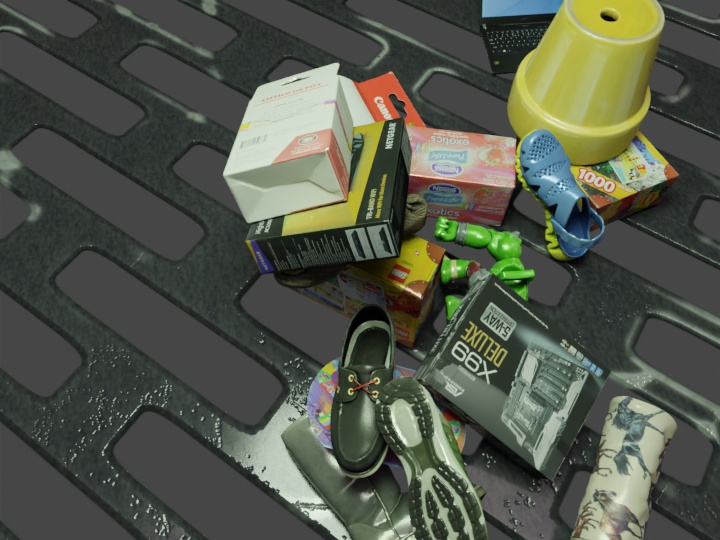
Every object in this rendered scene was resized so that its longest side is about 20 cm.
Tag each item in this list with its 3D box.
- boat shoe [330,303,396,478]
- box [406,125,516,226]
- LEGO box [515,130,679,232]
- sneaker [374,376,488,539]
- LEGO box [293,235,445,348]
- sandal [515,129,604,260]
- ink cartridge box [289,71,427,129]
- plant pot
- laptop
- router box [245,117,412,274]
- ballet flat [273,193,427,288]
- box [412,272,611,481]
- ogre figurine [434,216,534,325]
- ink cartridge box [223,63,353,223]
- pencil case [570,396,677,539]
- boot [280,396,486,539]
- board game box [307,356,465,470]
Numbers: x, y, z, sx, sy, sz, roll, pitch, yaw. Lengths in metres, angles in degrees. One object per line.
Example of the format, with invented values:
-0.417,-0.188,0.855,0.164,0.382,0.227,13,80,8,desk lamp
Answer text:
0.003,0.130,0.680,0.073,0.063,0.203,1,49,11,boat shoe
0.127,-0.144,0.905,0.198,0.103,0.095,8,60,3,box
0.361,-0.174,0.937,0.148,0.077,0.201,-22,62,-12,LEGO box
0.087,0.207,0.619,0.077,0.088,0.201,-28,68,23,sneaker
0.000,0.000,0.786,0.199,0.149,0.077,25,63,14,LEGO box
0.284,-0.104,0.835,0.079,0.087,0.201,-32,103,-8,sandal
-0.005,-0.270,1.008,0.198,0.050,0.163,-21,62,-8,ink cartridge box
0.325,-0.287,0.849,0.199,0.189,0.202,0,59,1,plant pot
0.315,-0.469,1.093,0.175,0.104,0.202,-5,60,-2,laptop
-0.027,-0.089,0.679,0.156,0.052,0.201,-8,41,16,router box
-0.010,-0.040,0.686,0.199,0.046,0.068,-24,62,-12,ballet flat
0.184,0.127,0.727,0.200,0.050,0.158,39,73,-6,box
0.169,0.024,0.812,0.119,0.098,0.201,-6,56,3,ogre figurine
-0.071,-0.150,0.673,0.115,0.068,0.201,-11,42,13,ink cartridge box
0.308,0.245,0.697,0.077,0.090,0.201,7,55,37,pencil case
0.025,0.233,0.715,0.181,0.073,0.200,-22,53,-21,boot
0.037,0.156,0.724,0.198,0.039,0.159,16,36,1,board game box
